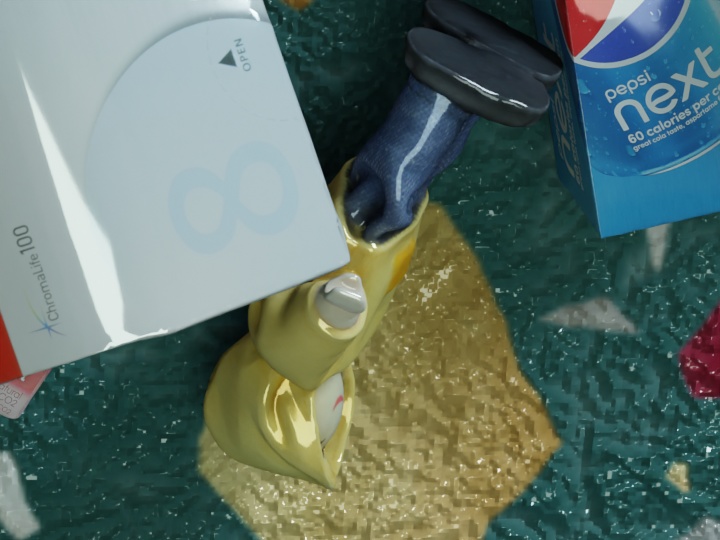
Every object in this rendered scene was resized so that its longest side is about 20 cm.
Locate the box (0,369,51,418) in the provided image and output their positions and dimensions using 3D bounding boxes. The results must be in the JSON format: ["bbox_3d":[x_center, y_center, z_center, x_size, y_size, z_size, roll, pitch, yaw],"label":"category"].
[{"bbox_3d":[-0.184,-0.046,1.013,0.200,0.100,0.096,30,105,-20],"label":"box"}]

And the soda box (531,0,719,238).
[{"bbox_3d":[0.096,-0.119,1.050,0.064,0.068,0.200,-13,115,-5],"label":"soda box"}]

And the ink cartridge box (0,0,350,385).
[{"bbox_3d":[-0.117,-0.045,0.946,0.200,0.047,0.160,-21,96,-29],"label":"ink cartridge box"}]

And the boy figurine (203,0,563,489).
[{"bbox_3d":[0.000,0.000,1.055,0.064,0.124,0.200,27,113,-1],"label":"boy figurine"}]
